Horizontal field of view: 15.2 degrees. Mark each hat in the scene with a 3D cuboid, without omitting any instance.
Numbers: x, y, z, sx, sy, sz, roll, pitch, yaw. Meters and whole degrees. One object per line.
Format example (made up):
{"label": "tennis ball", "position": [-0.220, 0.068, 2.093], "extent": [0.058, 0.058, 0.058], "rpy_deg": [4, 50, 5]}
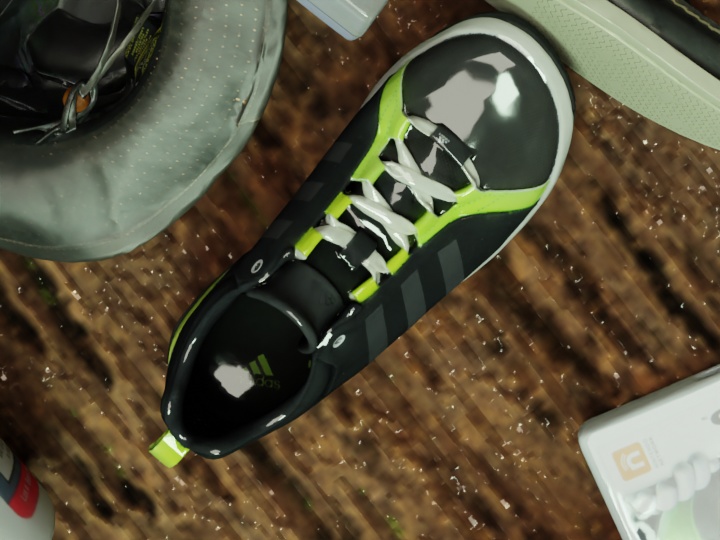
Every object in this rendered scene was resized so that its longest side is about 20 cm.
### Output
{"label": "hat", "position": [-0.119, -0.104, 0.943], "extent": [0.199, 0.081, 0.202], "rpy_deg": [2, 107, 7]}

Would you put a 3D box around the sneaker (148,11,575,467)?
{"label": "sneaker", "position": [0.000, 0.000, 0.931], "extent": [0.072, 0.083, 0.200], "rpy_deg": [39, 113, -5]}

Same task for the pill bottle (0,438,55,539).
{"label": "pill bottle", "position": [-0.212, 0.052, 0.947], "extent": [0.119, 0.120, 0.200], "rpy_deg": [-34, 109, 14]}

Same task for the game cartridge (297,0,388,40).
{"label": "game cartridge", "position": [-0.046, -0.179, 0.856], "extent": [0.200, 0.038, 0.130], "rpy_deg": [38, 77, -6]}

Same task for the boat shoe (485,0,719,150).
{"label": "boat shoe", "position": [0.076, -0.110, 0.917], "extent": [0.200, 0.072, 0.068], "rpy_deg": [37, 79, -5]}

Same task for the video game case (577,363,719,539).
{"label": "video game case", "position": [0.199, 0.112, 0.964], "extent": [0.181, 0.023, 0.201], "rpy_deg": [-24, 97, 13]}
